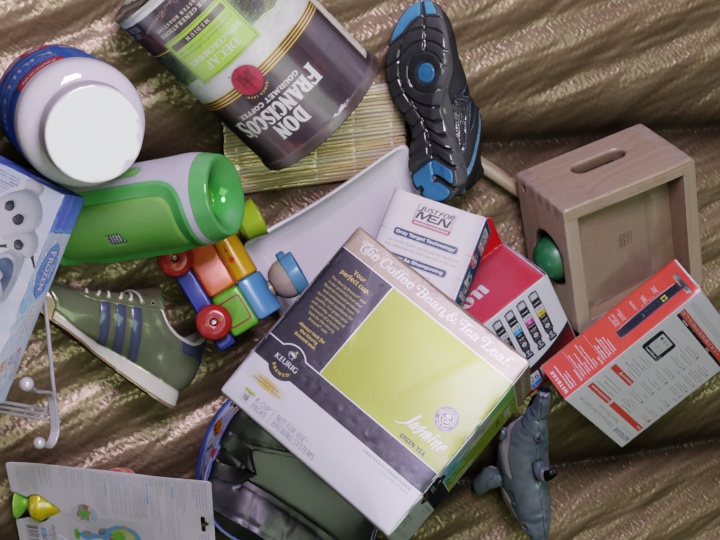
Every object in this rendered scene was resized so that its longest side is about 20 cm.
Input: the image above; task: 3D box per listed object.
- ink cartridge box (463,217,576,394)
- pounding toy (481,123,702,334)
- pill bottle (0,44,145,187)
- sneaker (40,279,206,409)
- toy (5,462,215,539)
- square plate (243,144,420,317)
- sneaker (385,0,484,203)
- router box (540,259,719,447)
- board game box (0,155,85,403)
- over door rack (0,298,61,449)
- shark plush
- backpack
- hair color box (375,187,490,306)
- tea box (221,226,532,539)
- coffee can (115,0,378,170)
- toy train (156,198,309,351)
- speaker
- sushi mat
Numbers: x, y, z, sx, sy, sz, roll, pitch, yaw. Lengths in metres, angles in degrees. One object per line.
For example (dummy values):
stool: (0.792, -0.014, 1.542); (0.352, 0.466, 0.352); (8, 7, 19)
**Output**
ink cartridge box: (0.108, 0.074, 1.519); (0.200, 0.084, 0.176); (-39, 131, -9)
pounding toy: (0.235, -0.057, 1.550); (0.200, 0.142, 0.184); (-22, 124, -14)
pill bottle: (-0.252, -0.135, 1.281); (0.112, 0.200, 0.112); (-5, 105, -21)
sneaker: (-0.233, 0.044, 1.414); (0.200, 0.067, 0.090); (40, 79, -25)
toy: (-0.238, 0.227, 1.428); (0.200, 0.047, 0.115); (3, 126, 3)
square plate: (0.000, 0.000, 1.507); (0.200, 0.028, 0.198); (-33, 117, -12)
sneaker: (0.079, -0.172, 1.479); (0.082, 0.073, 0.200); (-20, 107, -53)
router box: (0.308, 0.094, 1.574); (0.179, 0.049, 0.200); (-39, 146, 8)
board game box: (-0.364, -0.014, 1.281); (0.200, 0.043, 0.199); (26, 97, 17)
over door rack: (-0.348, 0.060, 1.326); (0.147, 0.067, 0.200); (8, 104, 17)
shark plush: (0.196, 0.201, 1.583); (0.091, 0.083, 0.200); (-2, 127, -26)
backpack: (-0.066, 0.199, 1.467); (0.190, 0.154, 0.200); (23, 87, -21)
hair color box: (0.047, 0.031, 1.436); (0.100, 0.061, 0.200); (20, 82, 14)
tea box: (0.020, 0.106, 1.320); (0.200, 0.134, 0.197); (40, 84, 15)
coffee can: (-0.103, -0.212, 1.346); (0.200, 0.146, 0.146); (43, 85, -21)
toy train: (-0.142, -0.033, 1.404); (0.116, 0.085, 0.200); (-31, 90, -5)
speaker: (-0.209, -0.054, 1.328); (0.200, 0.088, 0.089); (-8, 111, 23)
sushi mat: (-0.044, -0.133, 1.470); (0.200, 0.012, 0.096); (-9, 106, -20)
